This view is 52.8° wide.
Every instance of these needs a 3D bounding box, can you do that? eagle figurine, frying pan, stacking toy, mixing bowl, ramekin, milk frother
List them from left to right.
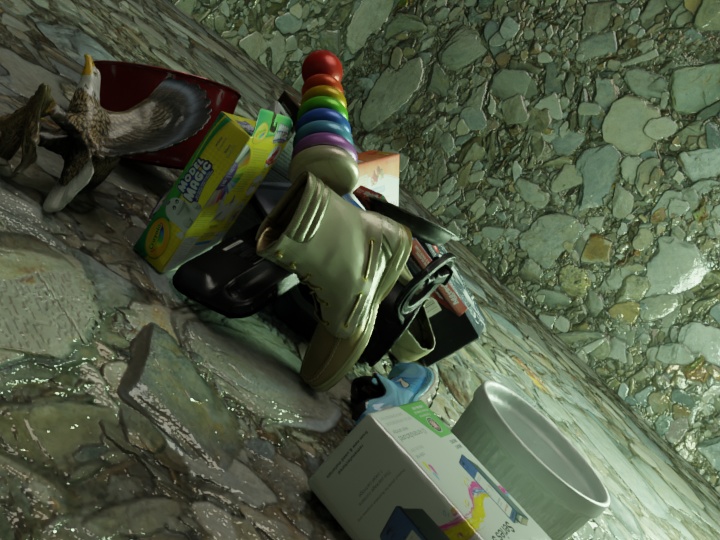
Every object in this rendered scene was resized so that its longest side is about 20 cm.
[{"bbox_3d":[-0.263,-0.144,0.747,0.151,0.153,0.199,34,16,27],"label":"eagle figurine"},{"bbox_3d":[-0.260,-0.193,0.946,0.196,0.111,0.200,8,3,0],"label":"mixing bowl"},{"bbox_3d":[-0.045,-0.190,0.896,0.085,0.085,0.203,29,46,-39],"label":"stacking toy"},{"bbox_3d":[0.000,0.000,0.928,0.187,0.201,0.181,39,16,-2],"label":"milk frother"},{"bbox_3d":[0.064,-0.057,0.893,0.113,0.031,0.190,25,2,9],"label":"frying pan"},{"bbox_3d":[0.190,0.241,0.874,0.199,0.106,0.200,38,12,-9],"label":"ramekin"}]

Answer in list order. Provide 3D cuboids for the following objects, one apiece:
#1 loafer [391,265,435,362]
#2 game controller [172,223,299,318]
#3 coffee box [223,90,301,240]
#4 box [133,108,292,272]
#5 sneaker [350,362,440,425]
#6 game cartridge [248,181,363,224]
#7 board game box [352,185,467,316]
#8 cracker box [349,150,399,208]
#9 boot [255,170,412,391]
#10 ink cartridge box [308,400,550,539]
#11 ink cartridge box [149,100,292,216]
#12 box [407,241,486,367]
[{"bbox_3d":[0.062,0.040,1.061,0.076,0.067,0.203,-39,114,-44],"label":"loafer"},{"bbox_3d":[-0.117,-0.007,0.812,0.103,0.043,0.200,16,27,23],"label":"game controller"},{"bbox_3d":[-0.123,-0.132,1.009,0.079,0.201,0.115,31,14,-33],"label":"coffee box"},{"bbox_3d":[-0.154,-0.094,0.788,0.048,0.201,0.117,40,12,6],"label":"box"},{"bbox_3d":[0.035,0.140,0.832,0.089,0.079,0.200,36,12,0],"label":"sneaker"},{"bbox_3d":[-0.060,-0.070,0.877,0.127,0.039,0.200,-3,23,-19],"label":"game cartridge"},{"bbox_3d":[0.067,-0.028,0.987,0.201,0.019,0.103,52,-5,-21],"label":"board game box"},{"bbox_3d":[0.000,-0.066,1.076,0.057,0.204,0.133,14,23,33],"label":"cracker box"},{"bbox_3d":[-0.049,0.015,0.752,0.153,0.203,0.072,26,3,-34],"label":"boot"},{"bbox_3d":[0.072,0.217,0.618,0.200,0.088,0.145,47,13,21],"label":"ink cartridge box"},{"bbox_3d":[-0.169,-0.128,0.896,0.039,0.199,0.100,50,9,-21],"label":"ink cartridge box"},{"bbox_3d":[0.120,0.038,1.239,0.202,0.103,0.182,60,13,3],"label":"box"}]
